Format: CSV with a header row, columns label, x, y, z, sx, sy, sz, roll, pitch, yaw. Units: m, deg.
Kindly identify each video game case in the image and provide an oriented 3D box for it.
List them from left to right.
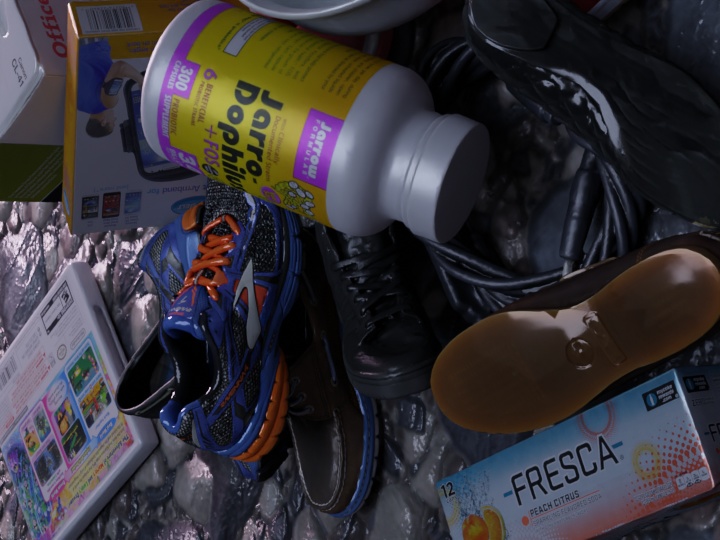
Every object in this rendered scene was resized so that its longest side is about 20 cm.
label,x,y,z,sx,sy,sz,roll,pitch,yaw
video game case,-0.257,0.125,1.369,0.200,0.023,0.183,-47,58,37

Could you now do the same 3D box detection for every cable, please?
label,x,y,z,sx,sy,sz,roll,pitch,yaw
cable,0.089,-0.063,0.956,0.163,0.050,0.202,-39,62,41

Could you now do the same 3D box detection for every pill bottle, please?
label,x,y,z,sx,sy,sz,roll,pitch,yaw
pill bottle,-0.026,-0.085,0.947,0.198,0.104,0.106,22,108,21

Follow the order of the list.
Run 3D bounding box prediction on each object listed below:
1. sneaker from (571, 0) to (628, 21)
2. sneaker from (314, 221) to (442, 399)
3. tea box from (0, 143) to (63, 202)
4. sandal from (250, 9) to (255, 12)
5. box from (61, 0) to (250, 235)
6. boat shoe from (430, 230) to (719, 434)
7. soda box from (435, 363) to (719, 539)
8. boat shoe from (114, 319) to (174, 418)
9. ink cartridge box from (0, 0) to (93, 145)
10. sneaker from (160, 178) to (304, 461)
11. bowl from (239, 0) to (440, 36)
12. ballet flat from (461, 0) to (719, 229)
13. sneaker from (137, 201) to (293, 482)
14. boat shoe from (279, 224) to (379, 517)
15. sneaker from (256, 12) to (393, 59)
label,x,y,z,sx,sy,sz,roll,pitch,yaw
sneaker,0.120,-0.194,0.863,0.199,0.112,0.072,-25,54,43
sneaker,0.003,-0.001,0.996,0.200,0.059,0.105,-115,10,-70
tea box,-0.271,-0.172,1.248,0.133,0.195,0.202,-34,66,43
sandal,-0.072,-0.147,1.125,0.204,0.082,0.050,57,156,31
box,-0.141,-0.095,1.075,0.201,0.117,0.042,101,155,-44
boat shoe,0.131,0.035,0.883,0.199,0.070,0.071,-24,93,34
soda box,0.135,0.119,0.899,0.199,0.063,0.069,-32,68,43
boat shoe,-0.124,0.046,1.191,0.201,0.056,0.069,-56,53,33
ink cartridge box,-0.185,-0.169,1.149,0.086,0.198,0.149,-46,59,39
sneaker,-0.087,0.021,1.018,0.075,0.078,0.203,-6,81,49
bowl,0.013,-0.222,0.984,0.199,0.090,0.204,-15,59,27
ballet flat,0.140,-0.096,0.868,0.200,0.057,0.067,41,97,10
sneaker,-0.100,0.054,1.125,0.078,0.075,0.203,-15,94,32
boat shoe,-0.039,0.070,1.085,0.072,0.072,0.203,-14,80,47
sneaker,-0.047,-0.218,1.078,0.074,0.086,0.202,-45,59,37
